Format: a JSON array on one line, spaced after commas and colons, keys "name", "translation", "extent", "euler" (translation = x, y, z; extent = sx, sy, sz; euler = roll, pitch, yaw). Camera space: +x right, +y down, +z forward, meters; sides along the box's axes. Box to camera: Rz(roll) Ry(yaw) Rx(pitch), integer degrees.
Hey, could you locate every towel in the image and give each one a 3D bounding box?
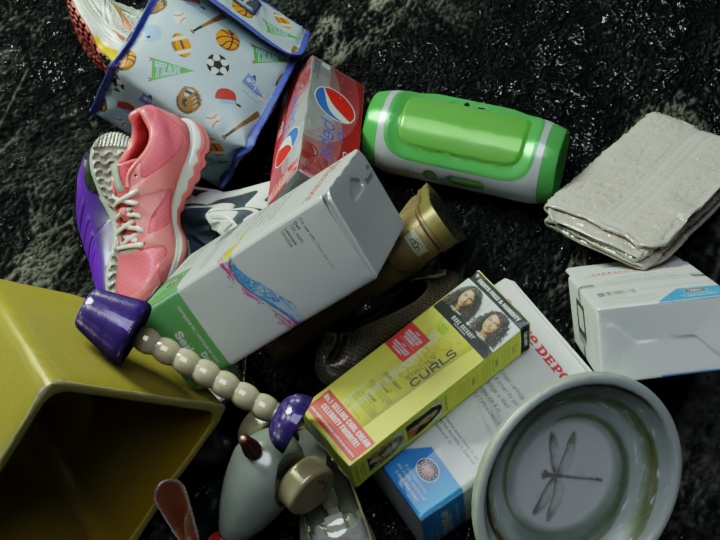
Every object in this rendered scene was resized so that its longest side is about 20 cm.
[{"name": "towel", "translation": [0.282, -0.083, 1.292], "extent": [0.132, 0.035, 0.200], "euler": [27, 54, 35]}]

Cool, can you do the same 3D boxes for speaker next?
[{"name": "speaker", "translation": [0.105, -0.125, 1.338], "extent": [0.198, 0.089, 0.089], "euler": [13, 61, 14]}]

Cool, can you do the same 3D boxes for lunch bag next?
[{"name": "lunch bag", "translation": [-0.156, -0.219, 1.376], "extent": [0.169, 0.124, 0.201], "euler": [32, 58, -11]}]

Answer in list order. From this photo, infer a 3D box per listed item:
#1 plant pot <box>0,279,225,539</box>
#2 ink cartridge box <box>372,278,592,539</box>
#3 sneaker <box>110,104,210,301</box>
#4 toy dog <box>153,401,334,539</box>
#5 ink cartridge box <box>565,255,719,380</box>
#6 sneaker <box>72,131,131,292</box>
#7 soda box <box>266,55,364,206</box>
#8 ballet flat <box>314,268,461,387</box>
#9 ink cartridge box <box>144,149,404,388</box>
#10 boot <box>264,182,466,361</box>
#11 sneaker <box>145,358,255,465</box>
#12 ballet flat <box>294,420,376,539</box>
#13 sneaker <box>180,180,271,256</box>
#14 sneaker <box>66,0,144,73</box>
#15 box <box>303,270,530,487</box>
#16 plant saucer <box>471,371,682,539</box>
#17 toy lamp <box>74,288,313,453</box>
[{"name": "plant pot", "translation": [-0.276, 0.115, 1.147], "extent": [0.196, 0.193, 0.200], "euler": [-54, 52, 17]}, {"name": "ink cartridge box", "translation": [0.096, 0.125, 1.188], "extent": [0.199, 0.085, 0.146], "euler": [-31, 60, -12]}, {"name": "sneaker", "translation": [-0.207, -0.061, 1.244], "extent": [0.073, 0.086, 0.202], "euler": [-7, 65, 39]}, {"name": "toy dog", "translation": [-0.112, 0.202, 1.120], "extent": [0.131, 0.096, 0.202], "euler": [18, 81, 35]}, {"name": "ink cartridge box", "translation": [0.254, 0.040, 1.196], "extent": [0.114, 0.200, 0.068], "euler": [-7, 100, 2]}, {"name": "sneaker", "translation": [-0.246, -0.028, 1.330], "extent": [0.069, 0.099, 0.203], "euler": [-3, 82, -35]}, {"name": "soda box", "translation": [-0.043, -0.123, 1.319], "extent": [0.070, 0.063, 0.201], "euler": [29, 37, -20]}, {"name": "ballet flat", "translation": [0.024, 0.043, 1.227], "extent": [0.199, 0.067, 0.047], "euler": [-36, 96, -39]}, {"name": "ink cartridge box", "translation": [-0.071, -0.004, 1.140], "extent": [0.199, 0.084, 0.145], "euler": [-31, 11, 20]}, {"name": "boot", "translation": [0.000, 0.000, 1.270], "extent": [0.199, 0.175, 0.066], "euler": [-35, 88, 10]}, {"name": "sneaker", "translation": [-0.133, 0.095, 1.247], "extent": [0.089, 0.067, 0.202], "euler": [9, 61, 4]}, {"name": "ballet flat", "translation": [-0.027, 0.210, 1.163], "extent": [0.069, 0.070, 0.202], "euler": [-17, 59, -4]}, {"name": "sneaker", "translation": [-0.127, -0.051, 1.331], "extent": [0.129, 0.081, 0.198], "euler": [-9, 13, -40]}, {"name": "sneaker", "translation": [-0.260, -0.257, 1.471], "extent": [0.082, 0.078, 0.201], "euler": [-32, 70, -18]}, {"name": "box", "translation": [0.049, 0.090, 1.136], "extent": [0.199, 0.050, 0.075], "euler": [-36, 62, -13]}, {"name": "plant saucer", "translation": [0.175, 0.175, 1.117], "extent": [0.199, 0.202, 0.050], "euler": [-30, 23, -12]}, {"name": "toy lamp", "translation": [-0.137, 0.078, 1.074], "extent": [0.199, 0.058, 0.059], "euler": [29, 65, 1]}]
